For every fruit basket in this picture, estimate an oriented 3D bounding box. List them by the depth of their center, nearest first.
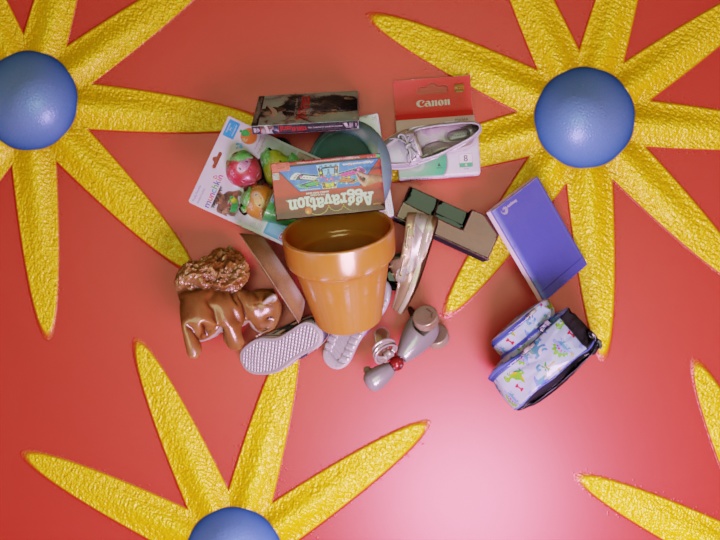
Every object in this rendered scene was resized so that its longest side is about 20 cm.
[{"bbox_3d":[-0.190,-0.169,1.399,0.199,0.094,0.186,26,77,-13],"label":"fruit basket"}]

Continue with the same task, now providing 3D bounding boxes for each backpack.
[{"bbox_3d":[0.328,0.155,1.403,0.200,0.183,0.147,-44,74,7],"label":"backpack"}]

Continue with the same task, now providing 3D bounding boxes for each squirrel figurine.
[{"bbox_3d":[-0.250,0.052,1.437,0.186,0.142,0.201,-12,92,-5],"label":"squirrel figurine"}]

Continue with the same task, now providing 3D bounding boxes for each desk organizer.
[{"bbox_3d":[0.169,-0.093,1.457,0.199,0.072,0.077,24,88,1],"label":"desk organizer"}]

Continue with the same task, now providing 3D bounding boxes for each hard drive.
[{"bbox_3d":[0.340,-0.061,1.437,0.132,0.025,0.201,-36,99,-23],"label":"hard drive"}]

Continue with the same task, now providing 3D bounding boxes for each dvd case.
[{"bbox_3d":[-0.102,-0.302,1.433,0.199,0.146,0.022,-3,125,2],"label":"dvd case"}]

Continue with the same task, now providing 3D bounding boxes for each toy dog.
[{"bbox_3d":[0.075,0.135,1.444,0.199,0.096,0.132,-24,132,-27],"label":"toy dog"}]

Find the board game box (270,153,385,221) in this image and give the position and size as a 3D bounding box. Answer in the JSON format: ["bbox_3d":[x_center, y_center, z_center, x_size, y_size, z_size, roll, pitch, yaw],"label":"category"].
[{"bbox_3d":[-0.058,-0.150,1.356,0.199,0.019,0.104,-6,90,-4],"label":"board game box"}]

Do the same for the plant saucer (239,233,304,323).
[{"bbox_3d":[-0.157,0.006,1.402,0.035,0.200,0.201,-34,89,-6],"label":"plant saucer"}]

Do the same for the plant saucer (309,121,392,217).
[{"bbox_3d":[-0.030,-0.186,1.429,0.199,0.027,0.201,4,97,34],"label":"plant saucer"}]

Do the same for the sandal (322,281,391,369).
[{"bbox_3d":[-0.009,0.099,1.475,0.082,0.050,0.203,37,97,17],"label":"sandal"}]

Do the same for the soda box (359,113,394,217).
[{"bbox_3d":[0.018,-0.197,1.463,0.068,0.064,0.201,-9,89,1],"label":"soda box"}]

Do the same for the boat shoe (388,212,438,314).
[{"bbox_3d":[0.089,-0.017,1.418,0.066,0.074,0.201,19,105,8],"label":"boat shoe"}]

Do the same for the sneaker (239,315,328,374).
[{"bbox_3d":[-0.140,0.145,1.467,0.199,0.079,0.079,-23,93,26],"label":"sneaker"}]

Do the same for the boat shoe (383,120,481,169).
[{"bbox_3d":[0.128,-0.241,1.412,0.201,0.065,0.075,-13,89,-3],"label":"boat shoe"}]

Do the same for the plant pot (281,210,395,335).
[{"bbox_3d":[-0.031,0.008,1.358,0.199,0.200,0.184,-6,116,1],"label":"plant pot"}]

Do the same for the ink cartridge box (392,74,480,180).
[{"bbox_3d":[0.148,-0.280,1.468,0.160,0.050,0.201,-4,92,1],"label":"ink cartridge box"}]

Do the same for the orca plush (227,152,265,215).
[{"bbox_3d":[-0.226,-0.154,1.483,0.105,0.071,0.201,-40,102,-43],"label":"orca plush"}]

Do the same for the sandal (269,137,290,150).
[{"bbox_3d":[-0.140,-0.166,1.482,0.075,0.045,0.201,-14,76,-4],"label":"sandal"}]

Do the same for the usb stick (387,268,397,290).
[{"bbox_3d":[0.000,0.000,1.480,0.199,0.033,0.056,10,99,1],"label":"usb stick"}]
